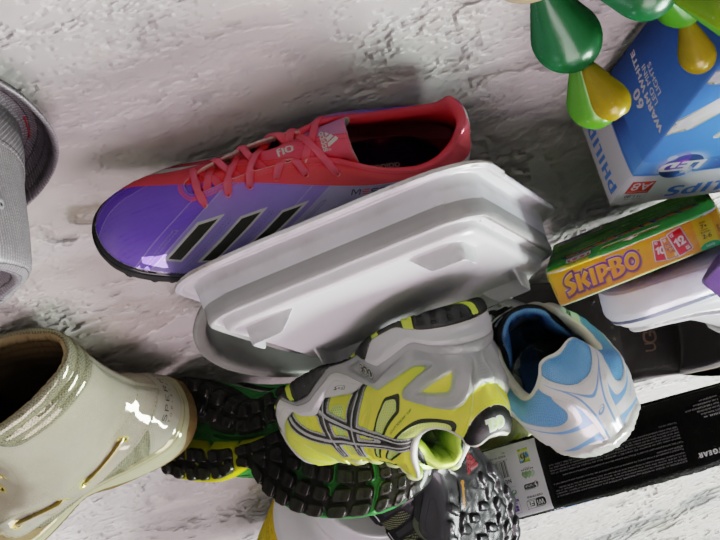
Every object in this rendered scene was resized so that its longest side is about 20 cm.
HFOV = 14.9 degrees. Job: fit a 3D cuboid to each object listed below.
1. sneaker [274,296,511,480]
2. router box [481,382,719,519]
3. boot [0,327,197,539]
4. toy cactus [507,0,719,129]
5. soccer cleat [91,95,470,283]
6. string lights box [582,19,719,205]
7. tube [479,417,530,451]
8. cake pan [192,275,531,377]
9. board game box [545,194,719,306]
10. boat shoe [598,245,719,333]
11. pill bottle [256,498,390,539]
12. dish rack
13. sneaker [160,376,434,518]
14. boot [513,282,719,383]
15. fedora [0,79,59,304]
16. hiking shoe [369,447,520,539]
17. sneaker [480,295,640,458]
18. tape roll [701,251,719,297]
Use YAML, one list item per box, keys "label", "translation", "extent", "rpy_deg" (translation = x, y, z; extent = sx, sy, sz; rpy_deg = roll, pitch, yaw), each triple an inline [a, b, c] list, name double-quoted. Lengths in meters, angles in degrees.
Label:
- label: "sneaker"
  translation: [0.014, 0.079, 1.469]
  extent: [0.075, 0.076, 0.200]
  rpy_deg: [-15, 169, -27]
- label: "router box"
  translation: [0.172, 0.113, 1.757]
  extent: [0.200, 0.051, 0.149]
  rpy_deg: [-18, 175, 26]
- label: "boot"
  translation: [-0.212, 0.104, 1.595]
  extent: [0.200, 0.072, 0.155]
  rpy_deg: [-29, 154, 16]
- label: "toy cactus"
  translation: [0.110, -0.146, 1.265]
  extent: [0.165, 0.102, 0.200]
  rpy_deg: [11, 151, -13]
- label: "soccer cleat"
  translation: [-0.038, -0.047, 1.390]
  extent: [0.200, 0.068, 0.073]
  rpy_deg: [-12, 152, -19]
- label: "string lights box"
  translation: [0.198, -0.110, 1.404]
  extent: [0.103, 0.059, 0.200]
  rpy_deg: [-8, 155, -23]
- label: "tube"
  translation: [0.071, 0.096, 1.785]
  extent: [0.058, 0.052, 0.200]
  rpy_deg: [13, 163, 11]
- label: "cake pan"
  translation: [0.000, 0.000, 1.544]
  extent: [0.200, 0.037, 0.200]
  rpy_deg: [-13, 155, -6]
- label: "board game box"
  translation: [0.151, -0.015, 1.515]
  extent: [0.095, 0.030, 0.200]
  rpy_deg: [-22, 180, 7]
- label: "boat shoe"
  translation: [0.229, 0.012, 1.549]
  extent: [0.200, 0.065, 0.074]
  rpy_deg: [-14, -172, -19]
- label: "pill bottle"
  translation: [-0.009, 0.176, 1.827]
  extent: [0.111, 0.111, 0.200]
  rpy_deg: [-9, 154, -16]
- label: "dish rack"
  translation: [0.012, 0.004, 1.416]
  extent: [0.172, 0.044, 0.200]
  rpy_deg: [-23, 168, 13]
- label: "sneaker"
  translation: [-0.031, 0.096, 1.631]
  extent: [0.200, 0.078, 0.085]
  rpy_deg: [11, -172, 42]
- label: "boot"
  translation: [0.177, 0.047, 1.717]
  extent: [0.200, 0.069, 0.174]
  rpy_deg: [-3, 174, 15]
- label: "fedora"
  translation: [-0.228, -0.022, 1.289]
  extent: [0.177, 0.090, 0.200]
  rpy_deg: [-29, 153, 25]
- label: "hiking shoe"
  translation: [0.033, 0.129, 1.695]
  extent: [0.101, 0.200, 0.076]
  rpy_deg: [15, -143, 41]
- label: "sneaker"
  translation: [0.088, 0.040, 1.482]
  extent: [0.072, 0.073, 0.200]
  rpy_deg: [-30, -158, -12]
- label: "tape roll"
  translation: [0.262, -0.053, 1.426]
  extent: [0.200, 0.066, 0.200]
  rpy_deg: [-52, 176, -6]
